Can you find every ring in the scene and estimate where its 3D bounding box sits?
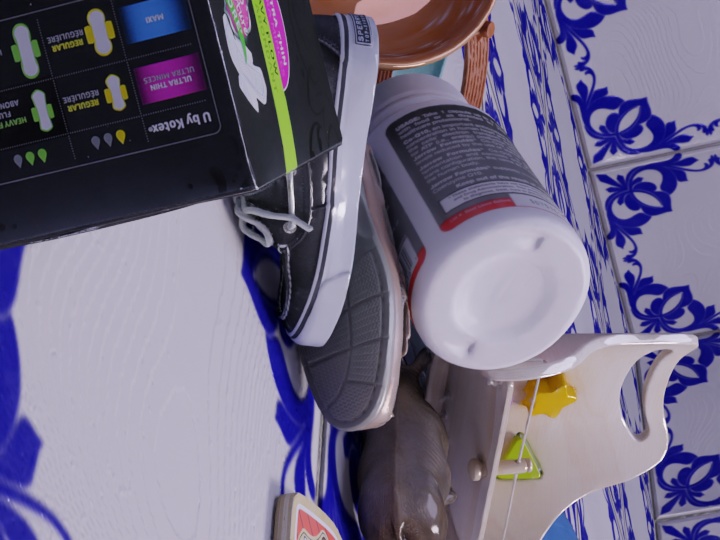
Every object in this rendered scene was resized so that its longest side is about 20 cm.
[{"bbox_3d":[0.054,-0.134,1.310,0.200,0.019,0.201,-39,136,-50],"label":"ring"}]

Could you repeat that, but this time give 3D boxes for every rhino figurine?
[{"bbox_3d":[0.029,0.118,1.170,0.200,0.059,0.088,-89,167,-52],"label":"rhino figurine"}]

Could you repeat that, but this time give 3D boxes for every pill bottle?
[{"bbox_3d":[0.059,-0.038,1.152,0.200,0.113,0.114,-117,-175,-52],"label":"pill bottle"}]

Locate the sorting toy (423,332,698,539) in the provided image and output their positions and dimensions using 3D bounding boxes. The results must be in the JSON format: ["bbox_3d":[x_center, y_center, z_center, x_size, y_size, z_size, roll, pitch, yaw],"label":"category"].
[{"bbox_3d":[0.140,0.098,1.230,0.107,0.179,0.201,-114,-157,-45],"label":"sorting toy"}]

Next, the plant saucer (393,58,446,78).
[{"bbox_3d":[0.010,-0.178,1.260,0.200,0.036,0.201,-37,134,-52],"label":"plant saucer"}]

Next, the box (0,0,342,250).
[{"bbox_3d":[-0.098,-0.120,0.635,0.149,0.124,0.201,-46,123,-75],"label":"box"}]

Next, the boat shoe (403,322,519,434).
[{"bbox_3d":[0.059,0.036,1.287,0.201,0.073,0.067,61,9,-19],"label":"boat shoe"}]

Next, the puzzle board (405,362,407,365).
[{"bbox_3d":[0.046,0.112,1.362,0.151,0.017,0.201,60,22,-59],"label":"puzzle board"}]

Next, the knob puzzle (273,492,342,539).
[{"bbox_3d":[-0.008,0.214,0.976,0.220,0.030,0.221,-11,90,-78],"label":"knob puzzle"}]

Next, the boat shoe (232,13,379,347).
[{"bbox_3d":[-0.036,-0.046,0.988,0.074,0.068,0.200,-104,-161,-52],"label":"boat shoe"}]

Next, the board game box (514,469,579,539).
[{"bbox_3d":[0.119,0.193,1.356,0.158,0.039,0.200,33,24,-58],"label":"board game box"}]

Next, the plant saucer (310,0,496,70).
[{"bbox_3d":[0.003,-0.223,1.154,0.037,0.199,0.201,-18,-99,60],"label":"plant saucer"}]

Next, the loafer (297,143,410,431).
[{"bbox_3d":[0.000,0.000,1.081,0.063,0.072,0.201,16,58,-51],"label":"loafer"}]
